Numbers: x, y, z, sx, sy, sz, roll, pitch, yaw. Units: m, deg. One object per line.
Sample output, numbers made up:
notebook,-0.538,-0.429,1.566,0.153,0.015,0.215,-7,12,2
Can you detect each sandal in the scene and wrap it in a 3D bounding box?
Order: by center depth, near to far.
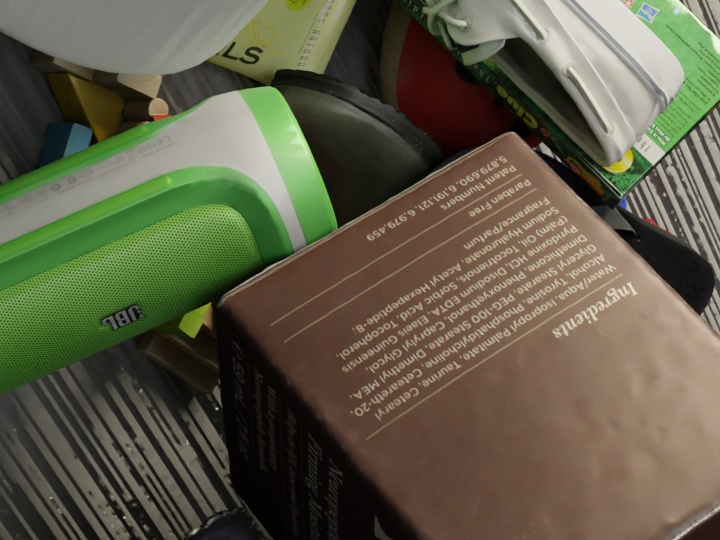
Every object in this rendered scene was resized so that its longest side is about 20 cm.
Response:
sandal,0.110,-0.011,0.890,0.200,0.043,0.076,16,111,-30

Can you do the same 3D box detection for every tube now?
tube,-0.084,-0.135,0.826,0.200,0.058,0.052,12,64,-41

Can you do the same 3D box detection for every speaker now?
speaker,-0.114,-0.008,0.746,0.200,0.088,0.089,-24,111,-6

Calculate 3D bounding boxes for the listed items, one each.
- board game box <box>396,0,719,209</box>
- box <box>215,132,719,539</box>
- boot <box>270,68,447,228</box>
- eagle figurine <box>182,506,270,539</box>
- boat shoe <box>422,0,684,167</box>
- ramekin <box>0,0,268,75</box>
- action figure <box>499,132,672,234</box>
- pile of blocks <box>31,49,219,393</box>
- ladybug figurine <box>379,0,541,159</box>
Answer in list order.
board game box,0.093,-0.136,0.884,0.105,0.023,0.200,-42,83,-18
box,0.059,0.084,0.759,0.164,0.200,0.166,-30,149,-21
boot,0.000,0.000,0.890,0.200,0.068,0.131,45,68,-39
eagle figurine,-0.097,0.174,0.778,0.152,0.151,0.200,-47,128,-13
boat shoe,0.065,-0.127,0.813,0.200,0.074,0.065,38,81,-11
ramekin,-0.106,-0.176,0.714,0.200,0.098,0.201,25,41,-24
action figure,0.145,-0.009,0.964,0.065,0.099,0.200,-36,149,4
pile of blocks,-0.097,-0.026,0.818,0.082,0.062,0.200,-41,117,-29
ladybug figurine,0.088,-0.135,0.947,0.136,0.072,0.200,47,66,-31
